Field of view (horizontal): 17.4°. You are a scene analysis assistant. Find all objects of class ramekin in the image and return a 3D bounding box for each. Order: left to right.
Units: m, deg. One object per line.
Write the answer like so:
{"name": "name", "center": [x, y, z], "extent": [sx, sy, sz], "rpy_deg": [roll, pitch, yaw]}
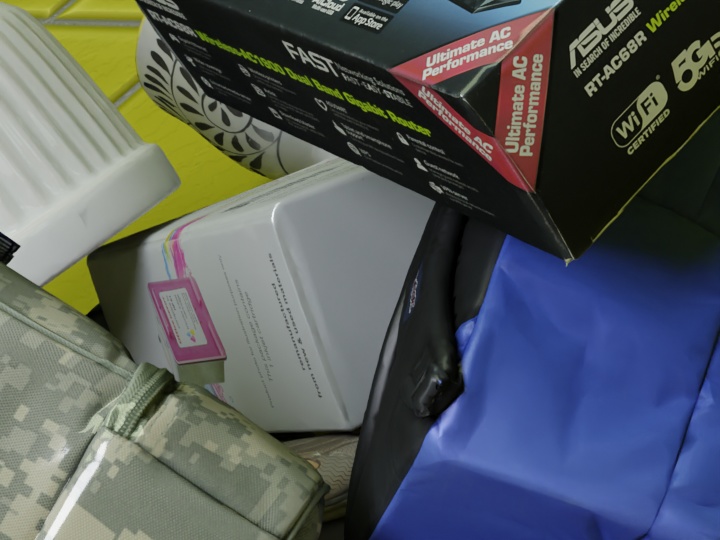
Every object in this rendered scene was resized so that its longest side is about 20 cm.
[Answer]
{"name": "ramekin", "center": [-0.180, -0.020, 0.924], "extent": [0.200, 0.105, 0.200], "rpy_deg": [-35, 5, 4]}

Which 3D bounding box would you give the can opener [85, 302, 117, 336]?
{"name": "can opener", "center": [-0.113, 0.046, 0.972], "extent": [0.066, 0.053, 0.200], "rpy_deg": [-20, 5, 30]}

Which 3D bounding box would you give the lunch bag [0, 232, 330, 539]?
{"name": "lunch bag", "center": [-0.122, 0.095, 0.680], "extent": [0.200, 0.167, 0.139], "rpy_deg": [-59, 3, -4]}

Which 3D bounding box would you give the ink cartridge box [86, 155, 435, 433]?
{"name": "ink cartridge box", "center": [0.000, 0.000, 0.891], "extent": [0.144, 0.085, 0.200], "rpy_deg": [-22, 6, -25]}

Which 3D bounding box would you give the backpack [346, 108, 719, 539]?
{"name": "backpack", "center": [0.095, 0.016, 0.718], "extent": [0.163, 0.167, 0.201], "rpy_deg": [124, 167, -62]}

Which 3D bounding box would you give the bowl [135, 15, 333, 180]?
{"name": "bowl", "center": [0.005, -0.096, 1.084], "extent": [0.200, 0.201, 0.094], "rpy_deg": [-28, 66, -1]}

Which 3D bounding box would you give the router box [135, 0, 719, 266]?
{"name": "router box", "center": [0.038, -0.099, 0.658], "extent": [0.150, 0.062, 0.200], "rpy_deg": [-45, 35, -13]}

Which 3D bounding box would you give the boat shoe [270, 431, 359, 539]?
{"name": "boat shoe", "center": [-0.039, 0.098, 0.846], "extent": [0.074, 0.074, 0.200], "rpy_deg": [-11, 1, -11]}
